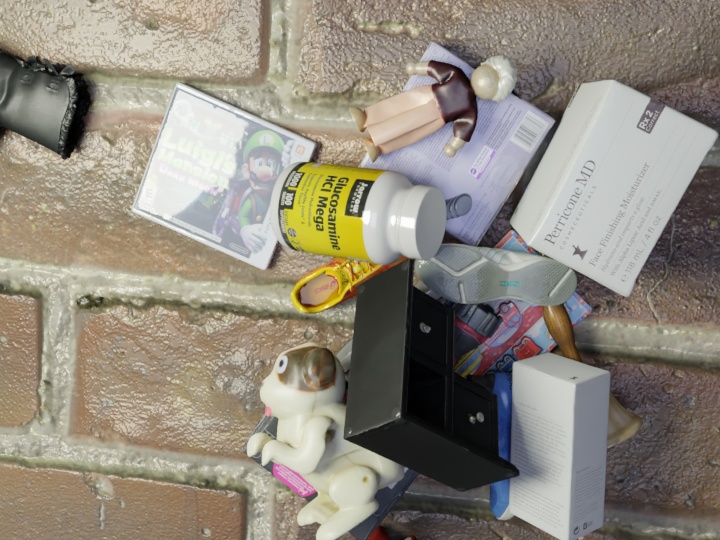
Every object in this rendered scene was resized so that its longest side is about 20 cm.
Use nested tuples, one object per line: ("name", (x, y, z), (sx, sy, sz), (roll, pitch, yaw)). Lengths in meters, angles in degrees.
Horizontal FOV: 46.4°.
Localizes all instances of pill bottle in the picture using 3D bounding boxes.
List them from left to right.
("pill bottle", (-0.002, -0.068, 1.020), (0.198, 0.112, 0.114), (9, 103, 30))

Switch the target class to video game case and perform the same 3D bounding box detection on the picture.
("video game case", (-0.180, -0.122, 1.105), (0.198, 0.023, 0.183), (24, 101, 0))

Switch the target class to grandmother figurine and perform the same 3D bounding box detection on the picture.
("grandmother figurine", (0.094, -0.196, 1.003), (0.198, 0.061, 0.122), (-24, 106, 11))

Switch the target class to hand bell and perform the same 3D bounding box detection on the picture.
("hand bell", (0.274, 0.121, 1.079), (0.103, 0.104, 0.202), (-23, 93, 9))

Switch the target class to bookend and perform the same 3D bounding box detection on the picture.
("bookend", (0.088, 0.127, 0.987), (0.199, 0.201, 0.092), (32, 138, -32))

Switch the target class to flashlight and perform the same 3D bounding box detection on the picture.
("flashlight", (0.101, 0.124, 1.086), (0.067, 0.068, 0.201), (29, 100, -34))

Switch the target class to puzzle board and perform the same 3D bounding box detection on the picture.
("puzzle board", (0.184, 0.070, 1.114), (0.151, 0.017, 0.200), (43, 100, -4))

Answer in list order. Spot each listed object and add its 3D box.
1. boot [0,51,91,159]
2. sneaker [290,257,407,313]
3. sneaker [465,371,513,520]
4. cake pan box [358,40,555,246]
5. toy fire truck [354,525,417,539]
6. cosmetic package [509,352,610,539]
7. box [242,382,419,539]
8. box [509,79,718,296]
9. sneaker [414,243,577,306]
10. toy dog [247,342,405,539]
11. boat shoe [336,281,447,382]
("boot", (-0.450, -0.190, 1.094), (0.161, 0.073, 0.200), (20, 101, -2))
("sneaker", (0.000, 0.000, 1.086), (0.199, 0.077, 0.073), (-35, 94, 8))
("sneaker", (0.159, 0.230, 1.102), (0.110, 0.077, 0.202), (2, 105, -10))
("cake pan box", (0.119, -0.160, 1.060), (0.183, 0.052, 0.201), (30, 102, -3))
("toy fire truck", (0.006, 0.448, 1.121), (0.200, 0.168, 0.112), (-41, 95, 11))
("cosmetic package", (0.243, 0.214, 1.034), (0.071, 0.101, 0.203), (-10, 106, -35))
("box", (-0.032, 0.229, 1.111), (0.199, 0.115, 0.133), (37, 99, -3))
("box", (0.282, -0.102, 0.980), (0.130, 0.200, 0.201), (25, 102, -1))
("sneaker", (0.164, 0.005, 1.052), (0.198, 0.080, 0.071), (8, 100, -3))
("toy dog", (-0.039, 0.182, 0.981), (0.193, 0.139, 0.202), (-29, 95, -9))
("boat shoe", (0.054, 0.083, 1.099), (0.200, 0.072, 0.066), (-41, 99, 9))
